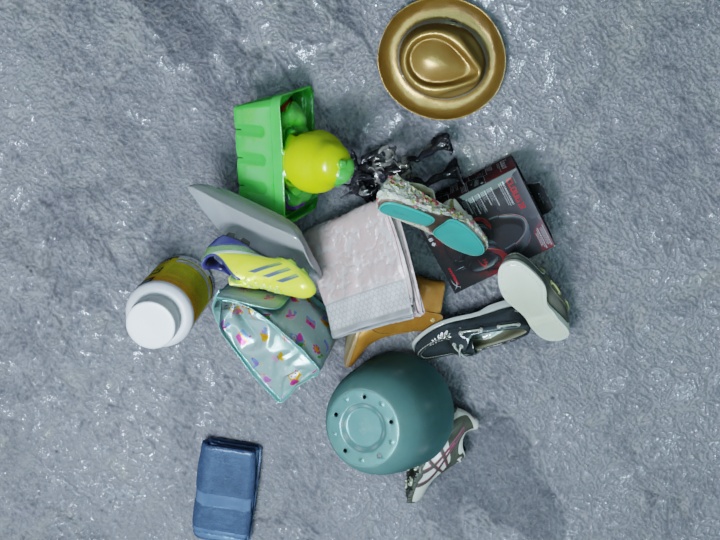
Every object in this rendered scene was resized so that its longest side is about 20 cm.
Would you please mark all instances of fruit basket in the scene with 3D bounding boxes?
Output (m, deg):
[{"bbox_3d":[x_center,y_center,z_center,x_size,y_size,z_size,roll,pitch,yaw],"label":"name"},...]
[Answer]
[{"bbox_3d":[-0.088,-0.176,1.433,0.215,0.155,0.216,6,109,19],"label":"fruit basket"}]

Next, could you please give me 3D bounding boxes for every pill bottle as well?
[{"bbox_3d":[-0.311,0.053,1.503,0.109,0.200,0.110,1,108,4],"label":"pill bottle"}]

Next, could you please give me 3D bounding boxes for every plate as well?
[{"bbox_3d":[-0.155,-0.065,1.451,0.199,0.200,0.032,25,76,15],"label":"plate"}]

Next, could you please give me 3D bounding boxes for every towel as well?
[{"bbox_3d":[0.000,0.000,1.469,0.200,0.032,0.192,-19,84,44],"label":"towel"},{"bbox_3d":[-0.244,0.400,1.690,0.111,0.049,0.201,9,109,2],"label":"towel"}]

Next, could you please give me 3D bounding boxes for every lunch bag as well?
[{"bbox_3d":[-0.142,0.083,1.513,0.122,0.170,0.200,-40,98,23],"label":"lunch bag"}]

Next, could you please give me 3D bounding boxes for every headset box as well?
[{"bbox_3d":[0.204,-0.077,1.478,0.200,0.075,0.149,-26,110,12],"label":"headset box"}]

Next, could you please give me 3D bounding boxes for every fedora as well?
[{"bbox_3d":[0.123,-0.317,1.408,0.200,0.082,0.201,1,109,4],"label":"fedora"}]

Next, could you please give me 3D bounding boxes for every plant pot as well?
[{"bbox_3d":[0.034,0.241,1.521,0.200,0.161,0.201,1,92,23],"label":"plant pot"}]

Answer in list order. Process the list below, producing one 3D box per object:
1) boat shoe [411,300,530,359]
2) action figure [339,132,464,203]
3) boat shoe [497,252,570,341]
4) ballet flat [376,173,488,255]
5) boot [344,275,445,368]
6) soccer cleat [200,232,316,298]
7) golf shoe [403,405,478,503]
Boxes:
[{"bbox_3d":[0.182,0.110,1.539,0.200,0.060,0.076,-25,145,14],"label":"boat shoe"},{"bbox_3d":[0.055,-0.149,1.461,0.199,0.102,0.119,-18,110,7],"label":"action figure"},{"bbox_3d":[0.278,0.034,1.484,0.072,0.060,0.202,-13,135,32],"label":"boat shoe"},{"bbox_3d":[0.114,-0.089,1.398,0.200,0.064,0.076,25,148,-24],"label":"ballet flat"},{"bbox_3d":[0.058,0.093,1.557,0.144,0.071,0.202,10,123,-14],"label":"boot"},{"bbox_3d":[-0.162,0.008,1.465,0.200,0.084,0.065,24,144,22],"label":"soccer cleat"},{"bbox_3d":[0.136,0.328,1.621,0.088,0.077,0.201,18,109,-8],"label":"golf shoe"}]
